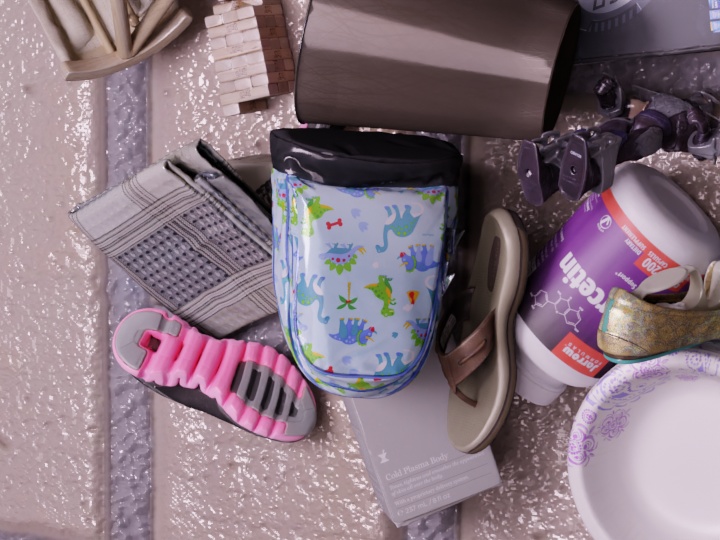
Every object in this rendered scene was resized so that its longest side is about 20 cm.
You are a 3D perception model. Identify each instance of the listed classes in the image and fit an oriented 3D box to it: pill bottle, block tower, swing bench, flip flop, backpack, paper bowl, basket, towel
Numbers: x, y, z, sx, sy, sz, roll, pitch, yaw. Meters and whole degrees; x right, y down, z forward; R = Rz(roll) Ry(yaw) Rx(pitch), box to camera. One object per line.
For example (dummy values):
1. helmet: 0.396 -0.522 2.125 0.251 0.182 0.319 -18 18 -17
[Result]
1. pill bottle: 0.192 0.016 1.551 0.113 0.112 0.200 47 115 14
2. block tower: -0.107 -0.243 1.705 0.057 0.054 0.202 -9 93 28
3. swing bench: -0.229 -0.312 1.687 0.200 0.129 0.200 60 147 22
4. flip flop: 0.091 0.048 1.531 0.081 0.057 0.202 37 122 58
5. backpack: 0.000 0.000 1.517 0.162 0.154 0.202 5 110 -12
6. paper bowl: 0.275 0.151 1.528 0.199 0.104 0.203 5 102 26
7. basket: 0.066 -0.180 1.519 0.198 0.136 0.182 16 92 12
8. towel: -0.141 -0.018 1.685 0.193 0.035 0.199 45 138 -20

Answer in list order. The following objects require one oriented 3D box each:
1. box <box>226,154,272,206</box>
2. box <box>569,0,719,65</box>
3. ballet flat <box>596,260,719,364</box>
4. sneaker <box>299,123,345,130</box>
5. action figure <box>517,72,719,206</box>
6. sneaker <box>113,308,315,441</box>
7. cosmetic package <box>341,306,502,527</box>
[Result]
1. box: -0.020 -0.059 1.675 0.198 0.068 0.083 2 98 28
2. box: 0.222 -0.272 1.536 0.159 0.043 0.202 -2 96 27
3. ballet flat: 0.265 0.025 1.470 0.070 0.199 0.071 18 112 53
4. sneaker: 0.028 -0.168 1.641 0.095 0.079 0.200 44 115 3
5. action figure: 0.217 -0.107 1.483 0.130 0.199 0.070 18 124 45
6. sneaker: -0.133 0.105 1.754 0.199 0.096 0.079 26 66 5
7. cosmetic package: 0.037 0.102 1.626 0.106 0.090 0.202 -21 98 -6
